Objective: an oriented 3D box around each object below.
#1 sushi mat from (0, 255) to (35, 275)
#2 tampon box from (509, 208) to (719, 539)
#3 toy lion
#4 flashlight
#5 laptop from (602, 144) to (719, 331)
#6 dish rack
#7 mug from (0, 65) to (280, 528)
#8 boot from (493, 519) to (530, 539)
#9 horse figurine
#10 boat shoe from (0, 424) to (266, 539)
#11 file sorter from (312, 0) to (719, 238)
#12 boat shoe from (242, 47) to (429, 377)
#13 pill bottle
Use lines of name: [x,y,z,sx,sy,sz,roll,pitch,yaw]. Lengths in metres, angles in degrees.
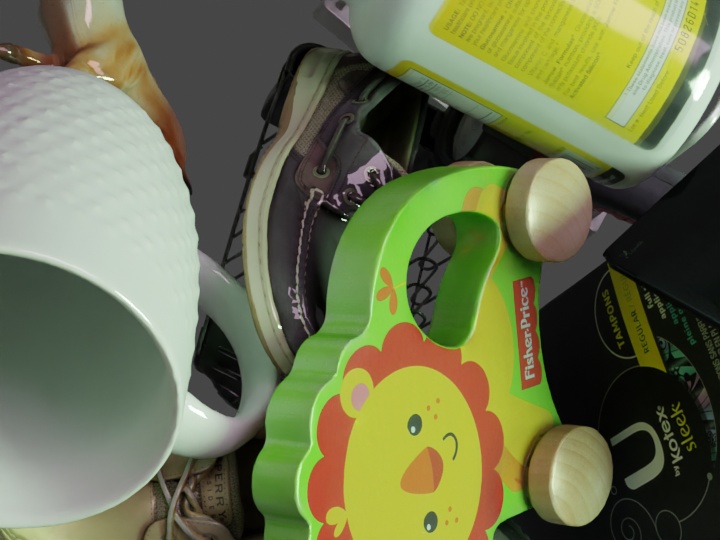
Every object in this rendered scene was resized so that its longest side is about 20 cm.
sushi mat: [-0.233,-0.049,0.958,0.200,0.012,0.096,8,62,-29]
tampon box: [0.166,0.072,1.024,0.126,0.200,0.150,-6,68,-34]
toy lion: [0.027,0.058,0.920,0.192,0.069,0.200,-12,101,-46]
flashlight: [0.132,-0.038,1.087,0.200,0.068,0.068,25,17,-26]
laptop: [0.225,0.036,0.944,0.177,0.103,0.200,-39,114,-39]
dish rack: [0.000,0.000,1.053,0.153,0.055,0.200,27,54,-17]
mug: [-0.120,0.009,0.894,0.200,0.148,0.175,31,32,-20]
boot: [0.041,0.211,0.958,0.132,0.070,0.200,-7,64,-28]
horse figurine: [-0.155,-0.132,1.025,0.132,0.050,0.200,2,56,-46]
boat shoe: [-0.076,0.098,0.931,0.200,0.065,0.072,-1,81,-29]
file sorter: [0.107,-0.149,1.159,0.200,0.125,0.139,39,50,-8]
boat shoe: [-0.006,-0.036,0.966,0.200,0.065,0.072,-77,150,-47]
pill bottle: [0.065,-0.128,0.974,0.200,0.112,0.112,27,53,-13]
